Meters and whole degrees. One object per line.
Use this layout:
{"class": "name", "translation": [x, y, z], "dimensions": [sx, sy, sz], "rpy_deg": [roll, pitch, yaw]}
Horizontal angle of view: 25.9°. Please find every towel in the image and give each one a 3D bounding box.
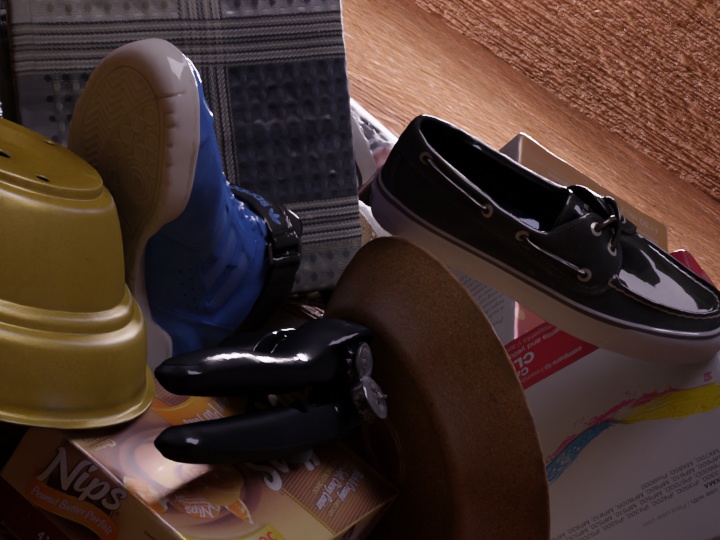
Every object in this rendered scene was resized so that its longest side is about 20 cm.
{"class": "towel", "translation": [-0.096, -0.075, 0.856], "dimensions": [0.198, 0.195, 0.034], "rpy_deg": [-6, 2, -25]}

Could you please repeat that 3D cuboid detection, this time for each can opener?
{"class": "can opener", "translation": [-0.041, 0.059, 0.701], "dimensions": [0.200, 0.078, 0.064], "rpy_deg": [-13, 92, -73]}

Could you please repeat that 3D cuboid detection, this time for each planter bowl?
{"class": "planter bowl", "translation": [-0.166, -0.018, 0.668], "dimensions": [0.199, 0.084, 0.201], "rpy_deg": [23, 12, -5]}

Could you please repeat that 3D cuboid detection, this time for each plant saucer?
{"class": "plant saucer", "translation": [0.025, 0.084, 0.803], "dimensions": [0.035, 0.201, 0.200], "rpy_deg": [-17, 45, -25]}

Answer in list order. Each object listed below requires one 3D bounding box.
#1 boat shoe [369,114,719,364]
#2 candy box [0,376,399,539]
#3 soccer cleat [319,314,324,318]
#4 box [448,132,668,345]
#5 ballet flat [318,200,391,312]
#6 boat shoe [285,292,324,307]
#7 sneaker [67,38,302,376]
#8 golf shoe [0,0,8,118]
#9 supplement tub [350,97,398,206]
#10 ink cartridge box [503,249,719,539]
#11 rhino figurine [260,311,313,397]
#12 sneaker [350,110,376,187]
{"class": "boat shoe", "translation": [0.101, -0.015, 0.793], "dimensions": [0.199, 0.057, 0.069], "rpy_deg": [24, 38, 0]}
{"class": "candy box", "translation": [-0.068, 0.103, 0.715], "dimensions": [0.115, 0.055, 0.200], "rpy_deg": [40, 15, 13]}
{"class": "soccer cleat", "translation": [0.036, 0.105, 0.924], "dimensions": [0.200, 0.069, 0.078], "rpy_deg": [53, -13, 23]}
{"class": "box", "translation": [0.133, 0.033, 1.117], "dimensions": [0.152, 0.106, 0.201], "rpy_deg": [29, 45, -25]}
{"class": "ballet flat", "translation": [0.000, 0.000, 0.982], "dimensions": [0.070, 0.065, 0.201], "rpy_deg": [29, -26, 36]}
{"class": "boat shoe", "translation": [-0.036, -0.002, 1.065], "dimensions": [0.201, 0.075, 0.075], "rpy_deg": [10, 21, -35]}
{"class": "sneaker", "translation": [-0.079, -0.033, 0.765], "dimensions": [0.077, 0.201, 0.111], "rpy_deg": [34, 43, 31]}
{"class": "golf shoe", "translation": [-0.230, -0.084, 0.841], "dimensions": [0.201, 0.094, 0.078], "rpy_deg": [-87, 166, -48]}
{"class": "supplement tub", "translation": [-0.051, -0.109, 1.283], "dimensions": [0.200, 0.107, 0.107], "rpy_deg": [42, 16, 22]}
{"class": "ink cartridge box", "translation": [0.170, 0.126, 0.856], "dimensions": [0.145, 0.144, 0.201], "rpy_deg": [47, 23, -33]}
{"class": "rhino figurine", "translation": [-0.080, 0.010, 0.928], "dimensions": [0.200, 0.087, 0.060], "rpy_deg": [49, -21, 36]}
{"class": "sneaker", "translation": [-0.056, -0.081, 0.991], "dimensions": [0.079, 0.079, 0.200], "rpy_deg": [63, -12, -21]}
